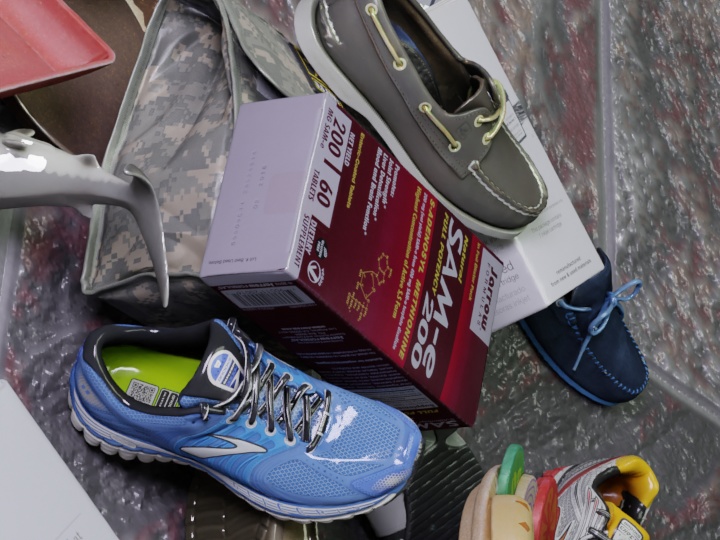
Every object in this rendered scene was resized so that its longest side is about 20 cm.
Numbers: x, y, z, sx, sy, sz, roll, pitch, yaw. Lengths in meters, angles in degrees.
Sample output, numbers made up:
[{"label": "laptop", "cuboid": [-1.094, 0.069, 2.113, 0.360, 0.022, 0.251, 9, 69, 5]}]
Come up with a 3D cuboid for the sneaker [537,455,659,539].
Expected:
[{"label": "sneaker", "cuboid": [0.139, 0.186, 1.632, 0.078, 0.082, 0.200, 49, 38, -20]}]

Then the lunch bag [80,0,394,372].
[{"label": "lunch bag", "cuboid": [-0.060, -0.054, 1.449, 0.164, 0.117, 0.201, 35, 55, -49]}]

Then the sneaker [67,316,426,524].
[{"label": "sneaker", "cuboid": [-0.063, 0.077, 1.350, 0.199, 0.089, 0.079, 13, 63, 4]}]

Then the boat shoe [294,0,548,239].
[{"label": "boat shoe", "cuboid": [0.048, -0.096, 1.472, 0.202, 0.060, 0.072, 44, 39, -25]}]

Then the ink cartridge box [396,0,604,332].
[{"label": "ink cartridge box", "cuboid": [0.040, -0.053, 1.601, 0.084, 0.146, 0.200, -30, 92, -53]}]

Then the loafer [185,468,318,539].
[{"label": "loafer", "cuboid": [-0.051, 0.174, 1.409, 0.067, 0.076, 0.201, 21, 63, -45]}]

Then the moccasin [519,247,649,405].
[{"label": "moccasin", "cuboid": [0.145, 0.013, 1.761, 0.200, 0.068, 0.081, 49, 38, -20]}]

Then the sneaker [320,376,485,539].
[{"label": "sneaker", "cuboid": [0.021, 0.115, 1.538, 0.074, 0.088, 0.201, -30, 118, -31]}]

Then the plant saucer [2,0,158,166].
[{"label": "plant saucer", "cuboid": [-0.164, -0.135, 1.487, 0.200, 0.037, 0.201, 31, 46, -38]}]

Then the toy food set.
[{"label": "toy food set", "cuboid": [0.098, 0.202, 1.440, 0.198, 0.048, 0.201, -59, 139, -69]}]

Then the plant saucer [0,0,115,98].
[{"label": "plant saucer", "cuboid": [-0.258, -0.148, 1.322, 0.200, 0.037, 0.200, 44, 31, 15]}]

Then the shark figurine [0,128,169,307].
[{"label": "shark figurine", "cuboid": [-0.196, -0.034, 1.329, 0.128, 0.214, 0.090, -70, 172, -80]}]

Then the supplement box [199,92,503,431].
[{"label": "supplement box", "cuboid": [0.000, 0.000, 1.375, 0.200, 0.061, 0.109, 41, 53, -48]}]

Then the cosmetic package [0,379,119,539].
[{"label": "cosmetic package", "cuboid": [-0.196, 0.192, 1.124, 0.200, 0.167, 0.166, 55, 36, -10]}]

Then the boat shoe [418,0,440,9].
[{"label": "boat shoe", "cuboid": [0.039, -0.163, 1.736, 0.066, 0.072, 0.200, 45, 39, -34]}]
